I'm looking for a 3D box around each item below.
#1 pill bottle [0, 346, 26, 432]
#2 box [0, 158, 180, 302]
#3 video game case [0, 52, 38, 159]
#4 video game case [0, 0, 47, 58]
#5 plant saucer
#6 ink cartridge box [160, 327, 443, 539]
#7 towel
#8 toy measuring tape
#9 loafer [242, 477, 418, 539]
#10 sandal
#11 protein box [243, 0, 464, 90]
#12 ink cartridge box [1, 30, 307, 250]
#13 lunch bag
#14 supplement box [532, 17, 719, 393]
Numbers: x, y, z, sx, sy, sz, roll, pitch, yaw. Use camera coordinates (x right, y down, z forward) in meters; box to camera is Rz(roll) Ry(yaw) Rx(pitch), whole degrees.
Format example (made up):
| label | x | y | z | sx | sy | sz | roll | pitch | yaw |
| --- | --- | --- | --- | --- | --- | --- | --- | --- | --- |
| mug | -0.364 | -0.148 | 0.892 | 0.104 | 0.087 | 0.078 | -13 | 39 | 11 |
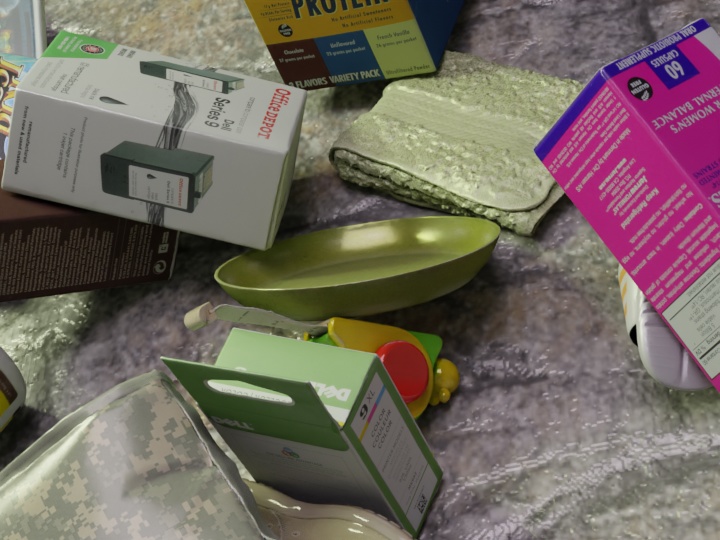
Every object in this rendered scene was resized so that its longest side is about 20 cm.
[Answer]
| label | x | y | z | sx | sy | sz | roll | pitch | yaw |
| --- | --- | --- | --- | --- | --- | --- | --- | --- | --- |
| pill bottle | -0.333 | 0.126 | 1.218 | 0.109 | 0.109 | 0.200 | 17 | 57 | 33 |
| box | -0.243 | -0.033 | 1.290 | 0.200 | 0.075 | 0.100 | -10 | 34 | -38 |
| video game case | -0.352 | -0.093 | 1.420 | 0.181 | 0.045 | 0.200 | 12 | 65 | 11 |
| video game case | -0.355 | -0.150 | 1.486 | 0.181 | 0.023 | 0.200 | -9 | 62 | 1 |
| plant saucer | 0.000 | 0.000 | 1.204 | 0.199 | 0.031 | 0.200 | -9 | 11 | 2 |
| ink cartridge box | -0.030 | 0.090 | 1.067 | 0.104 | 0.200 | 0.059 | 9 | 60 | 28 |
| towel | 0.087 | -0.104 | 1.321 | 0.200 | 0.037 | 0.148 | 20 | 58 | 34 |
| toy measuring tape | -0.020 | 0.067 | 1.130 | 0.200 | 0.074 | 0.074 | 10 | 35 | -30 |
| loafer | -0.028 | 0.183 | 1.075 | 0.200 | 0.076 | 0.068 | 8 | 58 | 42 |
| sandal | 0.210 | -0.005 | 1.160 | 0.079 | 0.059 | 0.207 | 14 | 57 | -13 |
| protein box | -0.009 | -0.285 | 1.387 | 0.135 | 0.200 | 0.199 | -6 | 40 | 26 |
| ink cartridge box | -0.147 | -0.098 | 1.291 | 0.199 | 0.084 | 0.146 | 13 | 25 | -2 |
| lunch bag | -0.146 | 0.180 | 1.046 | 0.200 | 0.118 | 0.164 | -38 | 63 | 6 |
| supplement box | 0.219 | -0.040 | 1.087 | 0.101 | 0.103 | 0.200 | -28 | 76 | -33 |
